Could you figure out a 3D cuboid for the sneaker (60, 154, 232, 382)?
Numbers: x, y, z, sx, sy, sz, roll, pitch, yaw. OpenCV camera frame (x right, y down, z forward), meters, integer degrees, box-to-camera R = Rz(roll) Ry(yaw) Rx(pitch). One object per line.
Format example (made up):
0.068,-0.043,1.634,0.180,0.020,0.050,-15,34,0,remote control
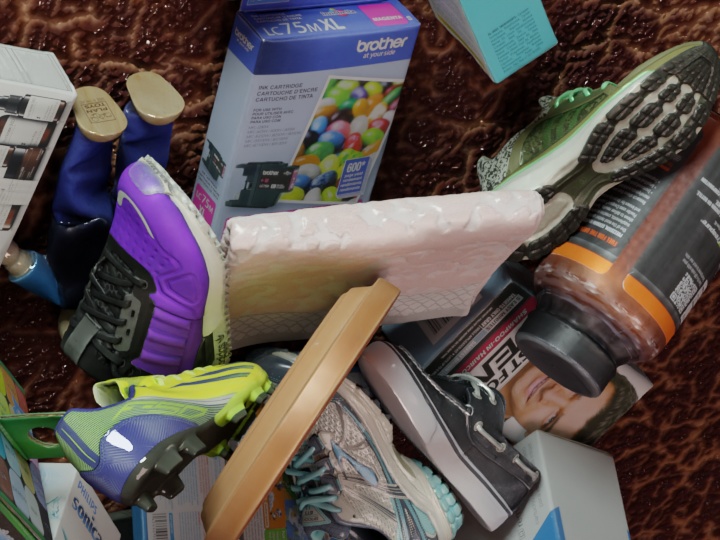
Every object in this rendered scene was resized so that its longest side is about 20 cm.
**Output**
-0.136,0.020,1.376,0.099,0.070,0.201,-30,147,-18,sneaker

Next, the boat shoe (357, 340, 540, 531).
0.066,0.101,1.558,0.068,0.072,0.200,-42,130,-5,boat shoe

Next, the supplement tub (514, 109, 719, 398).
0.188,-0.013,1.553,0.200,0.107,0.107,-53,139,-14,supplement tub

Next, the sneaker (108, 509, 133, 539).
-0.177,0.220,1.565,0.199,0.114,0.076,9,124,-40,sneaker

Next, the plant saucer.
-0.042,0.088,1.408,0.032,0.200,0.201,33,112,1,plant saucer

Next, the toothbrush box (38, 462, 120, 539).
-0.252,0.223,1.424,0.145,0.201,0.086,0,140,20,toothbrush box

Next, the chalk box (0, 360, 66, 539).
-0.260,0.115,1.362,0.199,0.125,0.125,-18,151,2,chalk box

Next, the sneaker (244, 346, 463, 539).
-0.014,0.135,1.543,0.200,0.077,0.086,47,65,-18,sneaker

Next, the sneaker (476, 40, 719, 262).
0.146,-0.097,1.504,0.200,0.089,0.077,-37,138,18,sneaker

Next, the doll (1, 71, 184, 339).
-0.163,-0.027,1.404,0.136,0.049,0.201,-19,141,-31,doll

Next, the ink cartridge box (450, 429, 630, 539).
0.103,0.232,1.682,0.083,0.146,0.200,20,136,-36,ink cartridge box

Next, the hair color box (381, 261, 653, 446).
0.116,0.063,1.649,0.099,0.061,0.200,-45,137,11,hair color box

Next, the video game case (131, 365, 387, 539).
-0.066,0.139,1.565,0.199,0.018,0.144,0,82,-32,video game case

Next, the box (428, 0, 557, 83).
0.053,-0.210,1.357,0.049,0.082,0.200,-33,137,-4,box

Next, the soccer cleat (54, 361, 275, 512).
-0.114,0.082,1.367,0.065,0.084,0.200,-59,169,21,soccer cleat

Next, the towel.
0.000,0.000,1.459,0.199,0.032,0.191,-7,161,-15,towel

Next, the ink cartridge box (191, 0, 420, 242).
-0.034,-0.101,1.423,0.119,0.042,0.201,-9,129,-33,ink cartridge box

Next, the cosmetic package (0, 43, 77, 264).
-0.244,-0.039,1.340,0.082,0.051,0.201,8,123,-34,cosmetic package
